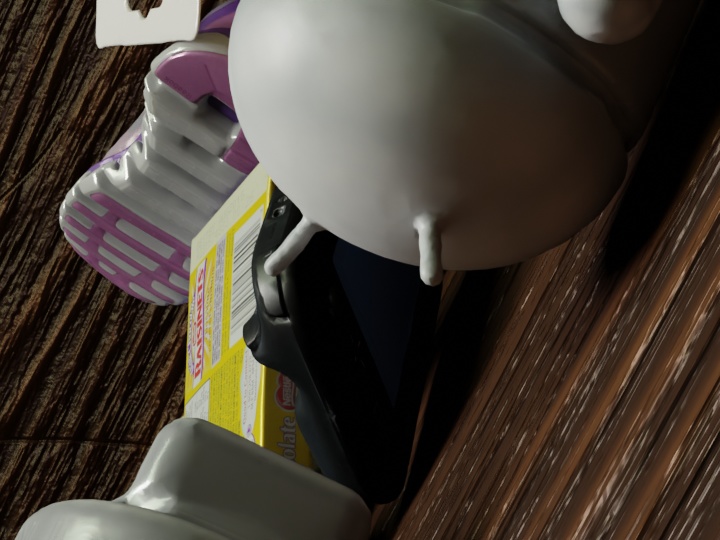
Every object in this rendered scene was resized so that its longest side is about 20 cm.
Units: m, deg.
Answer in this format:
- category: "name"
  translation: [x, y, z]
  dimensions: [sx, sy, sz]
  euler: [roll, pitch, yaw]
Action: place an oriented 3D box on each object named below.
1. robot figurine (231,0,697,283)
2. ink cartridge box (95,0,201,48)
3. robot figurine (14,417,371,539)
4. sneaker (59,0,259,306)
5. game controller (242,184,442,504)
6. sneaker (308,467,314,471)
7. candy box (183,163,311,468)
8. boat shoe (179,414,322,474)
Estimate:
- category: "robot figurine"
  translation: [0.036, -0.085, 0.703]
  dimensions: [0.170, 0.113, 0.200]
  euler: [-10, 52, 62]
- category: "ink cartridge box"
  translation: [-0.060, -0.195, 1.130]
  dimensions: [0.117, 0.067, 0.201]
  euler: [6, 91, 60]
- category: "robot figurine"
  translation: [-0.065, 0.142, 0.696]
  dimensions: [0.170, 0.113, 0.200]
  euler: [113, -179, -66]
- category: "sneaker"
  translation: [-0.071, -0.060, 1.179]
  dimensions: [0.200, 0.080, 0.089]
  euler: [-50, 8, 50]
- category: "game controller"
  translation: [0.000, 0.000, 0.936]
  dimensions: [0.042, 0.104, 0.200]
  euler: [-24, 23, 19]
- category: "sneaker"
  translation: [-0.064, 0.154, 0.876]
  dimensions: [0.079, 0.078, 0.200]
  euler: [128, 166, -76]
- category: "candy box"
  translation: [-0.045, 0.063, 1.007]
  dimensions: [0.102, 0.026, 0.201]
  euler: [134, 141, -62]
- category: "boat shoe"
  translation: [-0.047, 0.095, 1.108]
  dimensions: [0.201, 0.073, 0.063]
  euler: [-45, 20, 49]
